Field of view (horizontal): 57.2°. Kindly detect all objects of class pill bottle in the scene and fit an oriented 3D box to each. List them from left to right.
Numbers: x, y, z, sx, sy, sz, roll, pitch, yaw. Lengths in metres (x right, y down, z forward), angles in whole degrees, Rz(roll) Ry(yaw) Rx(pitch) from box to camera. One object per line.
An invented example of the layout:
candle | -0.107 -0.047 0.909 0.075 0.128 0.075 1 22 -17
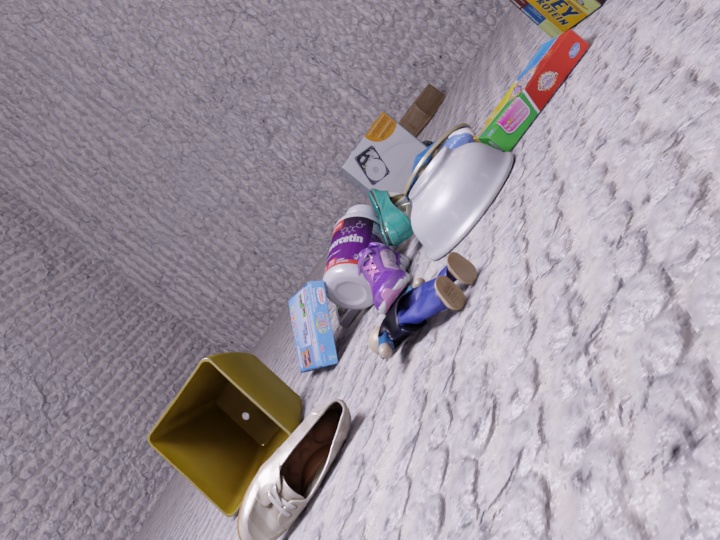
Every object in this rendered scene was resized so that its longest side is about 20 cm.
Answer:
pill bottle | -0.006 -0.032 1.276 0.113 0.111 0.202 -47 24 42

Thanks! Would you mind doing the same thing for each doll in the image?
doll | 0.060 0.056 0.810 0.137 0.048 0.200 -58 8 -36

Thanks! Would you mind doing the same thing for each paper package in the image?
paper package | 0.271 -0.717 3.003 0.192 0.103 0.200 -57 6 -34

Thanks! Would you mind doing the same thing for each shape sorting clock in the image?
shape sorting clock | 0.155 -0.205 1.312 0.200 0.039 0.201 -43 -21 -20

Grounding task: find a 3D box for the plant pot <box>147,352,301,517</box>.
plant pot | -0.214 0.263 1.169 0.201 0.199 0.176 -51 -5 17

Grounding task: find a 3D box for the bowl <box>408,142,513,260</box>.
bowl | 0.136 -0.123 1.007 0.202 0.090 0.201 -53 7 10

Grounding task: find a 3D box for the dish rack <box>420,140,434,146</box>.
dish rack | 0.122 -0.223 1.594 0.201 0.054 0.153 -49 30 3

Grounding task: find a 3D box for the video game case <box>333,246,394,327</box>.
video game case | 0.000 0.000 1.397 0.183 0.023 0.201 -52 25 15

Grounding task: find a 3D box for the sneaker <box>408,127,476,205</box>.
sneaker | 0.155 -0.165 1.204 0.202 0.075 0.077 -61 9 26

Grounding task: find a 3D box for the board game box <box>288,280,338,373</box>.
board game box | -0.096 0.114 1.275 0.036 0.155 0.200 -8 -9 -19

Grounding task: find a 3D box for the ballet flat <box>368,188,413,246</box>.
ballet flat | 0.063 -0.108 1.225 0.069 0.068 0.201 -24 29 4

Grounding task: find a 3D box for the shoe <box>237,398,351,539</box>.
shoe | -0.077 0.235 0.781 0.201 0.069 0.053 -54 -1 -20

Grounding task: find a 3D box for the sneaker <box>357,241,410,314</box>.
sneaker | 0.031 0.003 1.116 0.081 0.088 0.201 -50 9 16

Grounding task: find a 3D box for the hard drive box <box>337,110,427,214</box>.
hard drive box | 0.075 -0.217 1.434 0.157 0.199 0.077 -54 7 -7

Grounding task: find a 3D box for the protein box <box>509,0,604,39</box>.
protein box | 0.400 -0.569 1.200 0.201 0.134 0.198 -53 7 -2

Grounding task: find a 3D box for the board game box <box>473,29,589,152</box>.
board game box | 0.271 -0.285 1.076 0.201 0.040 0.153 -53 7 8
